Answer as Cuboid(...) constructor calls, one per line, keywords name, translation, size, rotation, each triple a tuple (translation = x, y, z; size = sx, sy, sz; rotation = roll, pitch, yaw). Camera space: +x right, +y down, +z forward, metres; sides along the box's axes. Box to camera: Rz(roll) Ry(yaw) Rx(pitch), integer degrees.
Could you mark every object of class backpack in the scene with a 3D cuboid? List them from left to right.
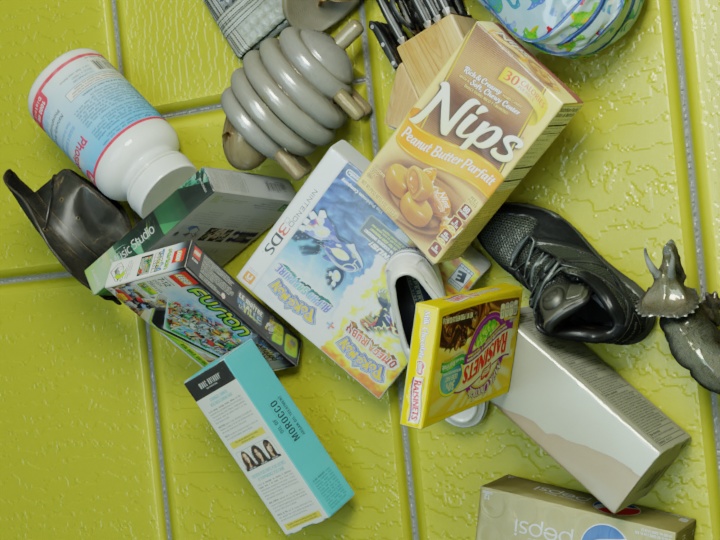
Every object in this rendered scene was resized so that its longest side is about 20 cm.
Cuboid(name="backpack", translation=(0.169, -0.285, 1.277), size=(0.163, 0.154, 0.200), rotation=(-41, 87, 20))

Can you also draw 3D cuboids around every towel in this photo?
Cuboid(name="towel", translation=(-0.106, -0.357, 1.486), size=(0.200, 0.034, 0.193), rotation=(-35, 76, 28))

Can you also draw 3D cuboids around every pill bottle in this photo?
Cuboid(name="pill bottle", translation=(-0.275, -0.150, 1.559), size=(0.200, 0.109, 0.109), rotation=(45, 114, 21))

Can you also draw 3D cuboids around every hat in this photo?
Cuboid(name="hat", translation=(-0.312, -0.057, 1.571), size=(0.081, 0.201, 0.201), rotation=(-39, 72, -1))

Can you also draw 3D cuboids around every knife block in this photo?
Cuboid(name="knife block", translation=(0.098, -0.211, 1.356), size=(0.199, 0.064, 0.176), rotation=(23, 106, 28))

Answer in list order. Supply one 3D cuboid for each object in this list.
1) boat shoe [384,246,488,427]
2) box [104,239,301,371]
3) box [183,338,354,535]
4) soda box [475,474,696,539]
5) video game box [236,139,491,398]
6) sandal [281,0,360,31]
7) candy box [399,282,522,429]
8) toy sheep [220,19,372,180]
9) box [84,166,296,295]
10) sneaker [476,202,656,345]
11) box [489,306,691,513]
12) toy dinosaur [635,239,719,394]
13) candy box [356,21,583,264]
Cuboid(name="boat shoe", translation=(0.070, 0.077, 1.353), size=(0.073, 0.065, 0.201), rotation=(-22, 109, 15))
Cuboid(name="box", translation=(-0.163, 0.047, 1.465), size=(0.110, 0.200, 0.035), rotation=(-14, 49, 31))
Cuboid(name="box", translation=(-0.097, 0.178, 1.470), size=(0.082, 0.049, 0.200), rotation=(-31, 94, 44))
Cuboid(name="soda box", translation=(0.212, 0.252, 1.321), size=(0.199, 0.064, 0.068), rotation=(9, 98, 30))
Cuboid(name="video game box", translation=(0.000, 0.000, 1.412), size=(0.200, 0.047, 0.182), rotation=(39, 115, 5))
Cuboid(name="sandal", translation=(-0.004, -0.309, 1.400), size=(0.200, 0.054, 0.080), rotation=(-32, 114, 25))
Cuboid(name="candy box", translation=(0.090, 0.070, 1.195), size=(0.026, 0.200, 0.103), rotation=(14, 100, 25))
Cuboid(name="toy sheep", translation=(-0.067, -0.180, 1.425), size=(0.200, 0.138, 0.138), rotation=(-44, 71, 11))
Cuboid(name="box", translation=(-0.181, -0.037, 1.490), size=(0.200, 0.144, 0.036), rotation=(-39, 67, 27))
Cuboid(name="sneaker", translation=(0.176, 0.000, 1.297), size=(0.199, 0.114, 0.076), rotation=(42, 111, 24))
Cuboid(name="box", translation=(0.200, 0.125, 1.303), size=(0.200, 0.095, 0.078), rotation=(42, 113, 23))
Cuboid(name="toy dinosaur", translation=(0.307, 0.072, 1.229), size=(0.077, 0.102, 0.200), rotation=(-38, 74, 28))
Cuboid(name="candy box", translation=(0.099, -0.118, 1.292), size=(0.115, 0.055, 0.200), rotation=(46, 117, 17))
